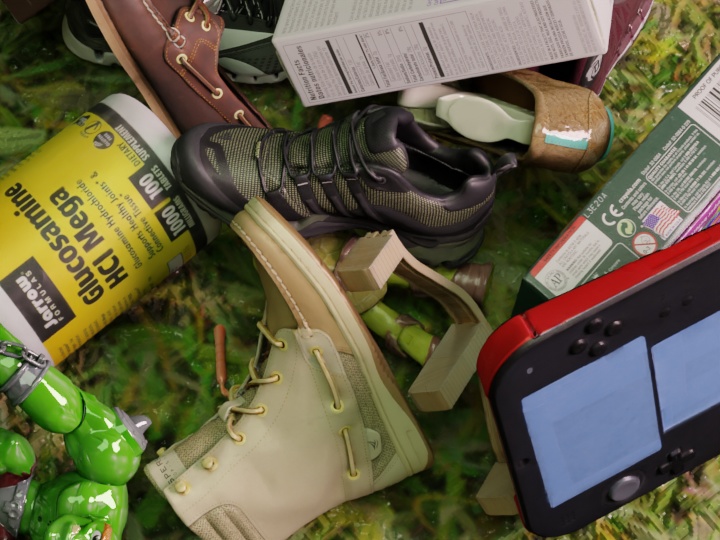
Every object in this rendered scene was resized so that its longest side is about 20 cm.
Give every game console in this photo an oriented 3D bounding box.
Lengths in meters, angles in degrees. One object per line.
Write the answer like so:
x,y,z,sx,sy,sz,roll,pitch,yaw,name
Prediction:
0.156,0.064,1.008,0.176,0.200,0.031,-23,52,-3,game console

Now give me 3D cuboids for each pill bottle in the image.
-0.192,-0.009,1.127,0.200,0.113,0.112,-40,73,-14,pill bottle

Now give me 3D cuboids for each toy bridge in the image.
0.056,0.056,1.085,0.027,0.201,0.067,-7,35,41,toy bridge

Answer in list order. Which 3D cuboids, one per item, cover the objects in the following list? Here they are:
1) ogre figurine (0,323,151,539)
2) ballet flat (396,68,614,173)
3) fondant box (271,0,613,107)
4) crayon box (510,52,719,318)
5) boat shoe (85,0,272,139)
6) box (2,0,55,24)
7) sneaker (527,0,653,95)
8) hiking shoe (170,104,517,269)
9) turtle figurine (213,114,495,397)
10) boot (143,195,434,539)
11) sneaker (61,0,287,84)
-0.194,0.139,1.071,0.119,0.098,0.201,13,78,-11,ogre figurine
0.069,-0.102,1.131,0.072,0.068,0.200,-2,19,-35,ballet flat
0.057,-0.183,1.133,0.199,0.058,0.145,-7,44,21,fondant box
0.168,-0.021,1.096,0.058,0.173,0.200,40,74,11,crayon box
-0.116,-0.141,1.140,0.070,0.200,0.071,-23,43,7,boat shoe
-0.167,-0.257,1.152,0.200,0.100,0.075,-36,40,0,box
0.150,-0.176,1.188,0.075,0.116,0.201,17,70,7,sneaker
-0.011,-0.068,1.085,0.199,0.101,0.076,10,50,-12,hiking shoe
0.000,0.000,1.147,0.160,0.064,0.201,17,70,7,turtle figurine
-0.064,0.072,1.070,0.155,0.073,0.201,-31,116,-2,boot
-0.103,-0.171,1.201,0.199,0.091,0.067,4,69,2,sneaker
